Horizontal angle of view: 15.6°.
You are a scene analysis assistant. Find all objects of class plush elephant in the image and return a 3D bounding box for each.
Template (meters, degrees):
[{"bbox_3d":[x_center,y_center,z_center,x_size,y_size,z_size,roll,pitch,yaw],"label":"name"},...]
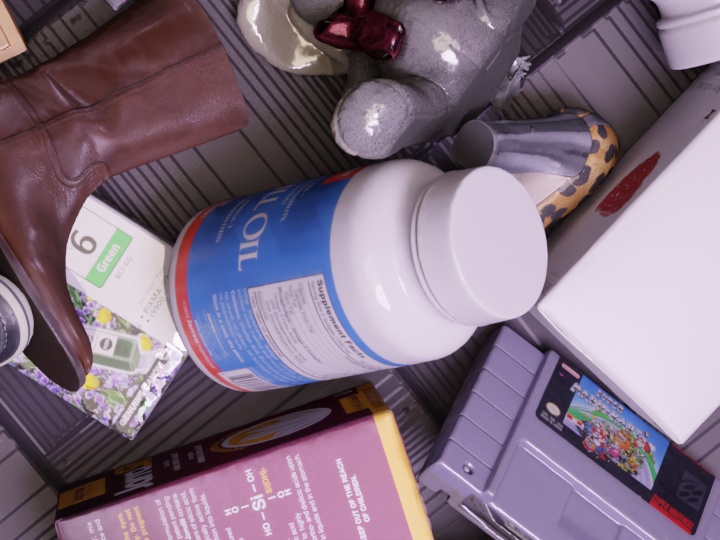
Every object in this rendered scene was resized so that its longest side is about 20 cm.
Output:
[{"bbox_3d":[0.012,-0.155,1.469,0.155,0.200,0.165,36,93,14],"label":"plush elephant"}]

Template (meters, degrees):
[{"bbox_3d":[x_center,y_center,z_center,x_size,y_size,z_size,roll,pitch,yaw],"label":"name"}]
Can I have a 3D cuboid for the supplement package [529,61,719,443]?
[{"bbox_3d":[0.199,-0.018,1.513,0.120,0.121,0.200,43,90,-9],"label":"supplement package"}]

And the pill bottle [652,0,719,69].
[{"bbox_3d":[0.184,-0.221,1.495,0.111,0.111,0.200,-20,98,-3],"label":"pill bottle"}]

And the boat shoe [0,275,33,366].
[{"bbox_3d":[-0.272,0.038,1.415,0.200,0.062,0.075,-3,119,16],"label":"boat shoe"}]

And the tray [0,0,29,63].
[{"bbox_3d":[-0.301,-0.125,1.493,0.200,0.037,0.099,-27,98,-2],"label":"tray"}]

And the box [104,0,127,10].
[{"bbox_3d":[-0.152,-0.265,1.450,0.149,0.124,0.200,-43,100,-1],"label":"box"}]

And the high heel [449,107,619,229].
[{"bbox_3d":[0.069,-0.013,1.541,0.071,0.143,0.200,53,124,25],"label":"high heel"}]

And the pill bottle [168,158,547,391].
[{"bbox_3d":[0.000,0.000,1.433,0.200,0.112,0.112,-12,100,40],"label":"pill bottle"}]

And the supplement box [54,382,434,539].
[{"bbox_3d":[-0.069,0.141,1.508,0.200,0.110,0.086,-18,97,-4],"label":"supplement box"}]

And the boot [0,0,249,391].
[{"bbox_3d":[-0.129,-0.052,1.468,0.200,0.064,0.186,-27,86,-28],"label":"boot"}]

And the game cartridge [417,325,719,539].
[{"bbox_3d":[0.137,0.132,1.529,0.200,0.038,0.130,37,49,-9],"label":"game cartridge"}]

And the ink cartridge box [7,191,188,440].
[{"bbox_3d":[-0.186,-0.002,1.510,0.200,0.050,0.109,33,92,-9],"label":"ink cartridge box"}]
